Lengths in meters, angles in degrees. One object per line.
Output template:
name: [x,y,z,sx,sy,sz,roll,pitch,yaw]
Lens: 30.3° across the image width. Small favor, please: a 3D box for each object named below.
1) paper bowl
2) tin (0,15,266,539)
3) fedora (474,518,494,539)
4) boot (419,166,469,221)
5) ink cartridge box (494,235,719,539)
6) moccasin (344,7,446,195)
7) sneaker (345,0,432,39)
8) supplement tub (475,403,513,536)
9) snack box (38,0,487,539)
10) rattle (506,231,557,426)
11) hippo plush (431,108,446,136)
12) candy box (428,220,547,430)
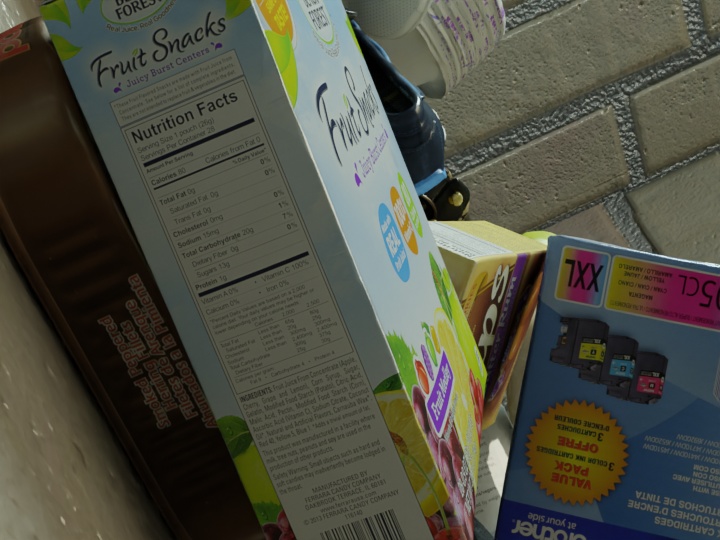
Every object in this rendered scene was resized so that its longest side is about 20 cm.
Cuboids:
paper bowl: [-0.003,-0.198,0.903,0.201,0.104,0.201,45,-5,5]
tin: [-0.075,0.009,0.458,0.112,0.041,0.202,-119,-176,-65]
fedora: [0.030,0.153,0.750,0.201,0.090,0.203,-24,91,-88]
boot: [0.000,0.000,0.749,0.072,0.152,0.200,26,-11,17]
ink cartridge box: [0.151,0.092,0.725,0.076,0.134,0.204,-7,107,-78]
moccasin: [-0.018,-0.121,0.727,0.199,0.080,0.069,39,-24,31]
sneaker: [0.007,-0.192,0.719,0.202,0.073,0.116,98,14,-44]
supplement tub: [0.073,0.191,0.947,0.132,0.130,0.202,58,9,-74]
snack box: [-0.019,-0.015,0.467,0.169,0.067,0.202,-66,134,-74]
rattle: [0.081,0.065,0.913,0.201,0.140,0.132,79,2,-56]
hippo plush: [-0.003,-0.025,0.946,0.200,0.157,0.164,161,-83,-74]
candy box: [0.046,0.036,0.723,0.056,0.118,0.200,22,10,19]
